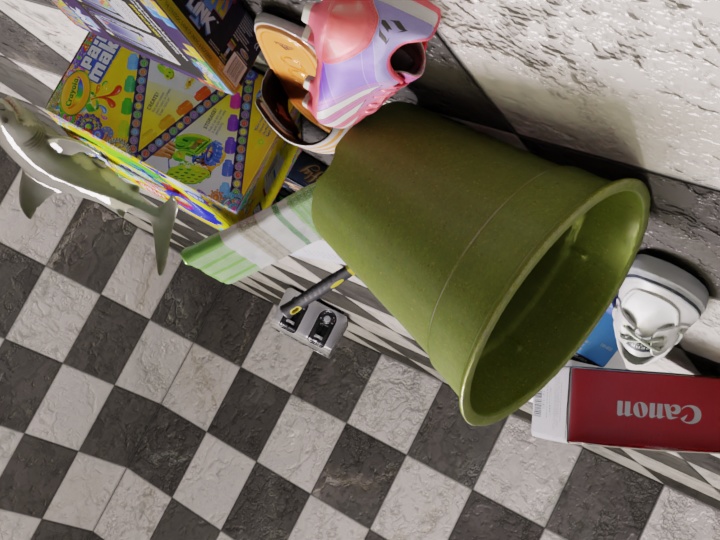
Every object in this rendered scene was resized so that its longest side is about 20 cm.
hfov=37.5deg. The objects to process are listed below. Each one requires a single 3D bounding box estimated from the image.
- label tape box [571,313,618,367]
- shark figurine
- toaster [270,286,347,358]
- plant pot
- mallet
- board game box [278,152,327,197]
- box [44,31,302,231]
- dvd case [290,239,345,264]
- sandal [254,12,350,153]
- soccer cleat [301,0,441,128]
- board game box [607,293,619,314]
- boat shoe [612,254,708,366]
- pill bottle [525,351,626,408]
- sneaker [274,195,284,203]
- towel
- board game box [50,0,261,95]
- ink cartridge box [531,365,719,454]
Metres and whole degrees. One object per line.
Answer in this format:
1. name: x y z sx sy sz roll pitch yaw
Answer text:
1. label tape box: 0.200 0.042 1.131 0.144 0.063 0.200 29 173 -18
2. shark figurine: -0.271 -0.076 0.995 0.214 0.090 0.128 35 173 -16
3. toaster: -0.132 0.136 2.771 0.181 0.119 0.200 28 173 3
4. plant pot: 0.071 -0.026 0.762 0.190 0.200 0.200 38 178 27
5. mallet: 0.000 0.000 1.174 0.066 0.200 0.041 29 -148 -43
6. board game box: -0.013 -0.071 1.233 0.200 0.035 0.135 30 173 -14
7. box: -0.167 -0.134 1.015 0.192 0.122 0.200 28 173 1
8. dvd case: -0.062 -0.039 1.254 0.199 0.018 0.143 10 166 25
9. sandal: -0.051 -0.134 0.837 0.079 0.059 0.207 25 172 18
10. soccer cleat: 0.007 -0.128 0.665 0.076 0.067 0.200 22 170 5
11. board game box: 0.141 -0.029 0.958 0.200 0.035 0.135 24 171 23
12. boat shoe: 0.258 0.045 0.927 0.073 0.067 0.200 24 172 23
13. pill bottle: 0.239 0.124 1.359 0.113 0.113 0.200 31 172 -27
14. sneaker: -0.101 -0.079 1.336 0.200 0.077 0.084 30 168 -12
15. towel: -0.062 -0.051 0.991 0.031 0.200 0.149 64 -178 12
16. board game box: -0.175 -0.214 0.750 0.165 0.057 0.200 27 173 18
17. ink cartridge box: 0.307 0.150 1.149 0.199 0.084 0.176 4 175 -7
